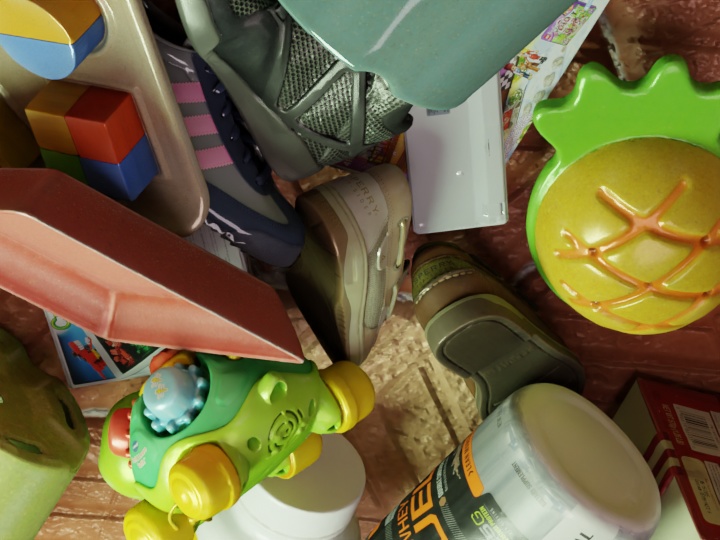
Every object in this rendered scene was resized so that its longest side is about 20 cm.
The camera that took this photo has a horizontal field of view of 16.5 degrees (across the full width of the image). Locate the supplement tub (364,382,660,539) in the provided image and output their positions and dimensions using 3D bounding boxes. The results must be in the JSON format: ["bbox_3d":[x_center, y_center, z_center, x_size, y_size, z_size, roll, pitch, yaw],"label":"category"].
[{"bbox_3d":[0.080,0.174,1.537,0.122,0.123,0.200,28,120,-28],"label":"supplement tub"}]

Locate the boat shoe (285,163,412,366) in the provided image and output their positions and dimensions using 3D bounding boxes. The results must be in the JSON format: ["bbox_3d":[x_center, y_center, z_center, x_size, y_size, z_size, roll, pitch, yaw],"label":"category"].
[{"bbox_3d":[0.000,0.000,1.460,0.065,0.072,0.200,-30,158,-15],"label":"boat shoe"}]

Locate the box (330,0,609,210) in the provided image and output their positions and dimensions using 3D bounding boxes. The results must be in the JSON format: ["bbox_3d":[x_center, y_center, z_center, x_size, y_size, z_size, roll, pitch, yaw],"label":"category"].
[{"bbox_3d":[0.046,-0.131,1.379,0.136,0.039,0.200,16,130,-20],"label":"box"}]

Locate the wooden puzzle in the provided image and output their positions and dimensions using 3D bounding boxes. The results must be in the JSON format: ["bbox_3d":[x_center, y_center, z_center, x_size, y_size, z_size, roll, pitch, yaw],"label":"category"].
[{"bbox_3d":[-0.182,-0.108,1.298,0.184,0.046,0.201,13,133,31],"label":"wooden puzzle"}]

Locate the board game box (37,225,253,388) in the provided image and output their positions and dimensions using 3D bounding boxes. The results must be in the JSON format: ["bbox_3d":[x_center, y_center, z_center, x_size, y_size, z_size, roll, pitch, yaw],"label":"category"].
[{"bbox_3d":[-0.133,-0.018,1.468,0.125,0.035,0.201,-10,133,2],"label":"board game box"}]

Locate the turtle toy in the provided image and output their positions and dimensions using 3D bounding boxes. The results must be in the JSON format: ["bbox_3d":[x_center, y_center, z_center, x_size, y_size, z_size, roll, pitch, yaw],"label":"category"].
[{"bbox_3d":[-0.093,0.095,1.475,0.145,0.101,0.200,-31,173,-36],"label":"turtle toy"}]

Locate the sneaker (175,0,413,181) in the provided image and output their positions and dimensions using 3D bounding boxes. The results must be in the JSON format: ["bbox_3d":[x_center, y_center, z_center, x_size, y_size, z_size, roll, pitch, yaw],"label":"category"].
[{"bbox_3d":[-0.027,-0.131,1.290,0.114,0.077,0.200,-18,137,16],"label":"sneaker"}]

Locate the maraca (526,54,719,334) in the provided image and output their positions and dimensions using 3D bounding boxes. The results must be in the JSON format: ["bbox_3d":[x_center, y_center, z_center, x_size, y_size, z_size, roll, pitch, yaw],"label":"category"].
[{"bbox_3d":[0.162,-0.042,1.429,0.136,0.107,0.201,-8,133,3],"label":"maraca"}]

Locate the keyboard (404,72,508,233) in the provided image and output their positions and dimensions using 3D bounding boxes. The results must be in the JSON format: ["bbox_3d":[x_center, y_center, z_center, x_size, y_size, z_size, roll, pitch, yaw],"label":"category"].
[{"bbox_3d":[0.050,-0.097,1.380,0.056,0.011,0.201,-3,133,4],"label":"keyboard"}]

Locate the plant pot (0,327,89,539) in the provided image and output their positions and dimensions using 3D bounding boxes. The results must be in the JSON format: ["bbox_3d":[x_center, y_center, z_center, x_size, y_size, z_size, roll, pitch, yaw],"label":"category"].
[{"bbox_3d":[-0.268,0.132,1.508,0.200,0.201,0.184,30,112,-30],"label":"plant pot"}]

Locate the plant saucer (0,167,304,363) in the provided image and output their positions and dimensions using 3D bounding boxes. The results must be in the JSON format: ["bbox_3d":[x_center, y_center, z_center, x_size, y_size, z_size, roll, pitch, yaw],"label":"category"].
[{"bbox_3d":[-0.153,-0.008,1.353,0.200,0.037,0.199,30,164,-36],"label":"plant saucer"}]

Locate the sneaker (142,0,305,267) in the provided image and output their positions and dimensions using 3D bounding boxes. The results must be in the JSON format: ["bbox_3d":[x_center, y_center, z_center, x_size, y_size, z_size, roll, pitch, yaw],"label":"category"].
[{"bbox_3d":[-0.088,-0.090,1.350,0.082,0.070,0.200,-42,104,14],"label":"sneaker"}]

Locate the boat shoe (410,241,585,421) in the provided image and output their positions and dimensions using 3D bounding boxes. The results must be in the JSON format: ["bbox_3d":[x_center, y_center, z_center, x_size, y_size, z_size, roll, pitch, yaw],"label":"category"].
[{"bbox_3d":[0.084,0.038,1.526,0.072,0.068,0.200,-27,151,5],"label":"boat shoe"}]

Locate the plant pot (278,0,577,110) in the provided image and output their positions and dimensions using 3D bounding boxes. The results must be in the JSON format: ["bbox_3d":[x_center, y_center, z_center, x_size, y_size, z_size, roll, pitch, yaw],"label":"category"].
[{"bbox_3d":[0.056,-0.196,1.195,0.200,0.201,0.196,30,117,-30],"label":"plant pot"}]

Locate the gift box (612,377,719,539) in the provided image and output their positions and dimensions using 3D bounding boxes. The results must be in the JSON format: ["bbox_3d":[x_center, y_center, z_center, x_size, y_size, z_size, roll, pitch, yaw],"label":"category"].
[{"bbox_3d":[0.210,0.194,1.615,0.199,0.185,0.187,16,122,-17],"label":"gift box"}]

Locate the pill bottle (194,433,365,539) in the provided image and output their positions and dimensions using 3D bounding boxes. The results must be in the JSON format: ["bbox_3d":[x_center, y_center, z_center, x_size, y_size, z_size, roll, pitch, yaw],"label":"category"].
[{"bbox_3d":[-0.063,0.192,1.622,0.111,0.112,0.201,10,131,-15],"label":"pill bottle"}]
